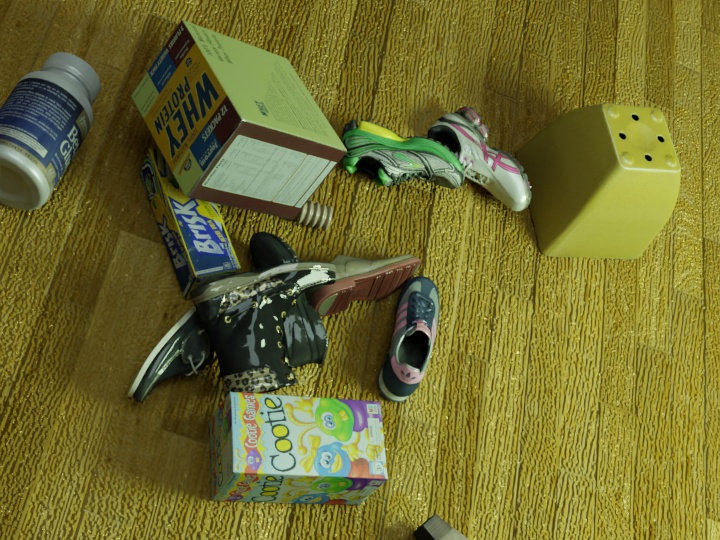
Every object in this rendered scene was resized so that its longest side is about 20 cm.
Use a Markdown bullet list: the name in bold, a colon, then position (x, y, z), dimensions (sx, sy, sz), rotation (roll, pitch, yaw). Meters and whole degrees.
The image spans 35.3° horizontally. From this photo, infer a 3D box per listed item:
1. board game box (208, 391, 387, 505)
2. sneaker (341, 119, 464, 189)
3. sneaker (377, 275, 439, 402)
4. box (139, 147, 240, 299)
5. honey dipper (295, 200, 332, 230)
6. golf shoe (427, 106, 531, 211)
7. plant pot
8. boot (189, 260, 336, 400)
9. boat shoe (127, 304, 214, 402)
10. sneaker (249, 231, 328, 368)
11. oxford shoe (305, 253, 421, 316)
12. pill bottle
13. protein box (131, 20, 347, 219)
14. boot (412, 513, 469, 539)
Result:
- **board game box**: position (-0.079, 0.223, 1.403), dimensions (0.197, 0.103, 0.106), rotation (6, 60, -21)
- **sneaker**: position (0.061, -0.155, 1.708), dimensions (0.197, 0.078, 0.086), rotation (14, 64, -6)
- **sneaker**: position (0.082, 0.082, 1.568), dimensions (0.069, 0.082, 0.202), rotation (21, 56, -11)
- **box**: position (-0.231, -0.068, 1.524), dimensions (0.069, 0.064, 0.202), rotation (-11, 67, -30)
- **honey dipper**: position (-0.137, -0.098, 1.602), dimensions (0.197, 0.038, 0.039), rotation (14, 57, -14)
- **golf shoe**: position (0.184, -0.162, 1.765), dimensions (0.091, 0.073, 0.201), rotation (-27, 65, -27)
- **plant pot**: position (0.388, -0.155, 1.769), dimensions (0.191, 0.200, 0.198), rotation (1, 61, -23)
- **boot**: position (-0.108, 0.073, 1.435), dimensions (0.197, 0.073, 0.153), rotation (-11, 83, -31)
- **boat shoe**: position (-0.217, 0.099, 1.431), dimensions (0.067, 0.072, 0.200), rotation (40, 51, 3)
- **sneaker**: position (-0.115, 0.039, 1.513), dimensions (0.089, 0.076, 0.202), rotation (-15, 67, -24)
- **oxford shoe**: position (0.000, 0.000, 1.587), dimensions (0.198, 0.071, 0.075), rotation (-15, 55, -39)
- **pill bottle**: position (-0.418, -0.188, 1.479), dimensions (0.110, 0.111, 0.202), rotation (26, 55, -8)
- **protein box**: position (-0.163, -0.197, 1.517), dimensions (0.198, 0.135, 0.200), rotation (10, 39, -49)
- **boot**: position (0.089, 0.402, 1.399), dimensions (0.199, 0.070, 0.147), rotation (-32, 80, -34)
